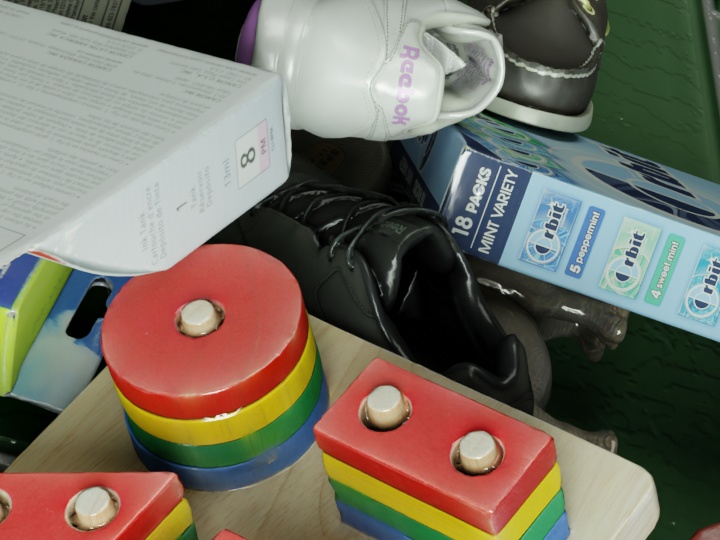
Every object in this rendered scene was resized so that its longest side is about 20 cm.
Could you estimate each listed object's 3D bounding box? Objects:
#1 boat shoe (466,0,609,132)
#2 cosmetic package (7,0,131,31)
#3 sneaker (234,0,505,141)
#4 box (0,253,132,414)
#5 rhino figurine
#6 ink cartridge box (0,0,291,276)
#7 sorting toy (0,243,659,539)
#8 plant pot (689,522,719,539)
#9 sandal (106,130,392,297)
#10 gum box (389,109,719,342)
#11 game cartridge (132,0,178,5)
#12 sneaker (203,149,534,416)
[{"bbox_3d":[0.079,-0.116,1.099,0.071,0.061,0.201,18,19,-5],"label":"boat shoe"},{"bbox_3d":[-0.197,-0.144,0.996,0.199,0.104,0.088,1,43,-30],"label":"cosmetic package"},{"bbox_3d":[0.016,-0.084,0.982,0.099,0.076,0.200,11,16,12],"label":"sneaker"},{"bbox_3d":[-0.181,-0.024,0.891,0.198,0.048,0.122,16,39,5],"label":"box"},{"bbox_3d":[0.053,0.066,0.935,0.087,0.060,0.201,16,42,-3],"label":"rhino figurine"},{"bbox_3d":[-0.144,-0.026,0.799,0.162,0.057,0.200,17,41,31],"label":"ink cartridge box"},{"bbox_3d":[-0.043,0.085,0.752,0.198,0.070,0.200,23,56,32],"label":"sorting toy"},{"bbox_3d":[0.151,0.194,0.757,0.199,0.202,0.196,13,33,-15],"label":"plant pot"},{"bbox_3d":[-0.038,-0.024,0.987,0.081,0.055,0.200,34,40,10],"label":"sandal"},{"bbox_3d":[0.118,-0.018,1.017,0.198,0.045,0.170,18,12,-9],"label":"gum box"},{"bbox_3d":[-0.007,-0.159,1.101,0.199,0.133,0.042,-15,90,-35],"label":"game cartridge"},{"bbox_3d":[0.000,0.000,0.883,0.076,0.091,0.200,-32,59,-28],"label":"sneaker"}]
